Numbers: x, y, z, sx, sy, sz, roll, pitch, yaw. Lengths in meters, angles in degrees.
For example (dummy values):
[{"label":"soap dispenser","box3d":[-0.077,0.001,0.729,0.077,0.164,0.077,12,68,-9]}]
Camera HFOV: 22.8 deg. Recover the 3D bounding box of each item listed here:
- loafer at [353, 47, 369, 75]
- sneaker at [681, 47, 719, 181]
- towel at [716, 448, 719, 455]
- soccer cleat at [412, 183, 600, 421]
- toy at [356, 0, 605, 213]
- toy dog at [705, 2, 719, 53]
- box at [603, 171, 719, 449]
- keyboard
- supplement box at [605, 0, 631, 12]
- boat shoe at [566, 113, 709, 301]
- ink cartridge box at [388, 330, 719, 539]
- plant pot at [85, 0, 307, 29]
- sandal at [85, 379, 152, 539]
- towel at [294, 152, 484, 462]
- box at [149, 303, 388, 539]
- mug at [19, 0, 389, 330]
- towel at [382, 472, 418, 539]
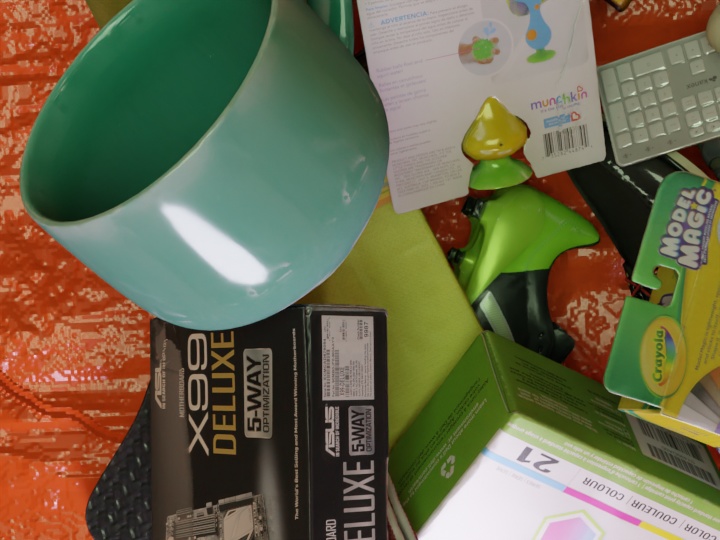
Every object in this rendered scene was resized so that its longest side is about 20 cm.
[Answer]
[{"label":"loafer","box3d":[-0.020,-0.065,0.961,0.073,0.072,0.200,43,100,1]},{"label":"sneaker","box3d":[0.259,-0.098,0.911,0.199,0.074,0.081,-26,71,16]},{"label":"towel","box3d":[0.251,0.035,0.913,0.200,0.024,0.145,-31,95,-19]},{"label":"soccer cleat","box3d":[0.066,0.053,0.967,0.081,0.068,0.201,21,98,-7]},{"label":"toy","box3d":[0.050,-0.138,0.877,0.115,0.047,0.201,-14,109,-10]},{"label":"toy dog","box3d":[0.225,-0.212,0.807,0.194,0.139,0.200,-43,130,-16]},{"label":"box","box3d":[0.209,0.038,0.862,0.199,0.048,0.118,22,79,-19]},{"label":"keyboard","box3d":[0.216,-0.106,0.886,0.199,0.011,0.057,-17,76,17]},{"label":"supplement box","box3d":[0.147,-0.246,0.914,0.110,0.086,0.200,36,100,4]},{"label":"boat shoe","box3d":[0.174,0.006,0.934,0.063,0.074,0.202,-40,92,-19]},{"label":"ink cartridge box","box3d":[0.074,0.150,0.921,0.147,0.076,0.200,25,114,-22]},{"label":"plant pot","box3d":[-0.081,-0.185,0.919,0.186,0.187,0.201,-8,108,9]},{"label":"sandal","box3d":[-0.089,0.081,1.005,0.075,0.045,0.200,40,114,8]},{"label":"towel","box3d":[0.000,0.000,0.914,0.086,0.018,0.201,-26,100,9]},{"label":"box","box3d":[-0.047,0.119,0.881,0.050,0.157,0.201,1,87,-34]},{"label":"mug","box3d":[-0.051,-0.061,0.817,0.185,0.152,0.114,-44,125,4]},{"label":"towel","box3d":[-0.034,0.151,0.928,0.200,0.023,0.144,-56,45,39]}]
